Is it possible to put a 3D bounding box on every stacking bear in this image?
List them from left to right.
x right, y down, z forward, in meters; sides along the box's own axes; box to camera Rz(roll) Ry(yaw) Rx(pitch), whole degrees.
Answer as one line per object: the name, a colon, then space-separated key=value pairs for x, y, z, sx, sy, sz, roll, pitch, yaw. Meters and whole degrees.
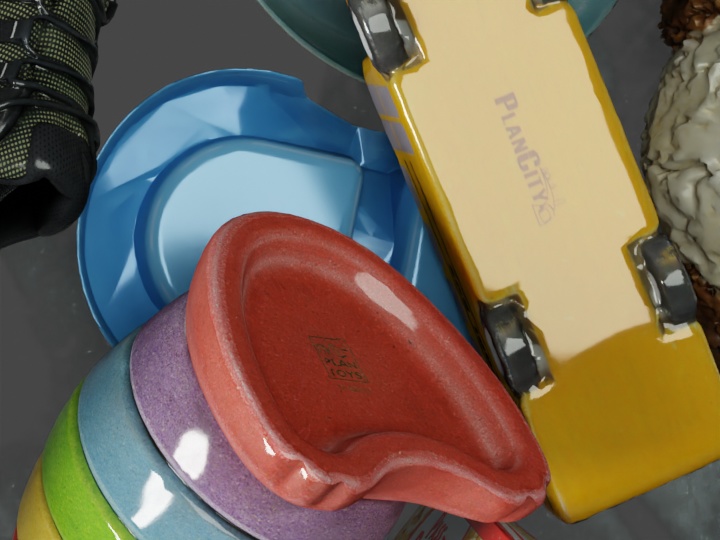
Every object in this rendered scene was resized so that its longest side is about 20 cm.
stacking bear: x=-0.058 y=0.087 z=0.929 sx=0.121 sy=0.200 sz=0.114 roll=9 pitch=42 yaw=-45

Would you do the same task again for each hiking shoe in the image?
hiking shoe: x=-0.106 y=-0.058 z=0.950 sx=0.101 sy=0.076 sz=0.200 roll=35 pitch=87 yaw=34

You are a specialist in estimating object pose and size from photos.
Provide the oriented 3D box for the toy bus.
toy bus: x=0.053 y=-0.024 z=0.946 sx=0.065 sy=0.078 sz=0.200 roll=-23 pitch=96 yaw=-4

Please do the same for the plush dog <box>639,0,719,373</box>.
plush dog: x=0.176 y=-0.034 z=0.991 sx=0.171 sy=0.160 sz=0.200 roll=0 pitch=88 yaw=-13

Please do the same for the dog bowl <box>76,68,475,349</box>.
dog bowl: x=0.000 y=0.000 z=1.005 sx=0.200 sy=0.050 sz=0.112 roll=12 pitch=85 yaw=-13

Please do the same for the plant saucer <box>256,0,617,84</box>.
plant saucer: x=0.019 y=-0.157 z=1.000 sx=0.200 sy=0.027 sz=0.200 roll=-1 pitch=91 yaw=-34

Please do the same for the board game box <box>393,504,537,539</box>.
board game box: x=0.086 y=0.140 z=0.939 sx=0.151 sy=0.200 sz=0.046 roll=38 pitch=90 yaw=-9
